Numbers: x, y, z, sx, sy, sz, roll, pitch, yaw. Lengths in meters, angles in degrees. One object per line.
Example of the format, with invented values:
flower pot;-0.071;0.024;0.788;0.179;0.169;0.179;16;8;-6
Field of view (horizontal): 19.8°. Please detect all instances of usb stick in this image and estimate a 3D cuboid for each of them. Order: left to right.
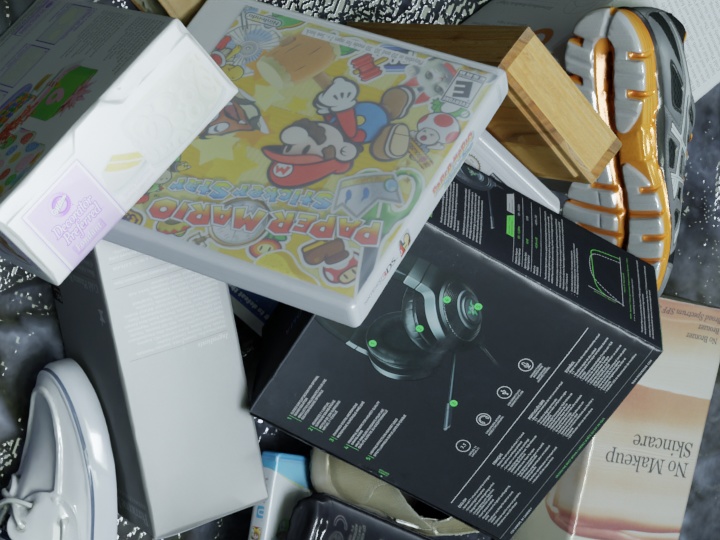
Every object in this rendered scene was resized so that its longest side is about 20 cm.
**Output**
usb stick;0.023;0.193;1.337;0.199;0.032;0.056;30;75;-46

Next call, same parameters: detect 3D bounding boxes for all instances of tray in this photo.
tray;0.063;-0.105;1.267;0.099;0.199;0.037;47;72;-28

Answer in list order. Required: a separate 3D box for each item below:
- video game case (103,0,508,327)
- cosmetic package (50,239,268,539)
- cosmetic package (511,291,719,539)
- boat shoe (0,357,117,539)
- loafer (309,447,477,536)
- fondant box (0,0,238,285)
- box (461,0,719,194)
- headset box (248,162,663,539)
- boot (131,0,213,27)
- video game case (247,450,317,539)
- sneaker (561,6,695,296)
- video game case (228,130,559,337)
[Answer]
video game case;-0.044;-0.069;1.154;0.183;0.199;0.023;-57;152;-29
cosmetic package;-0.126;0.048;1.245;0.090;0.107;0.202;-14;104;-25
cosmetic package;0.175;0.111;1.437;0.103;0.087;0.202;9;95;-31
boat shoe;-0.188;0.155;1.248;0.065;0.073;0.202;-10;103;-32
loafer;0.048;0.140;1.357;0.199;0.068;0.076;14;84;-50
fondant box;-0.172;-0.078;1.141;0.144;0.200;0.058;-48;118;-12
box;0.162;-0.152;1.359;0.200;0.124;0.098;-38;116;-17
headset box;0.049;0.038;1.226;0.199;0.093;0.175;27;121;-12
boot;-0.092;-0.266;1.230;0.200;0.066;0.175;-48;118;-12
video game case;-0.029;0.224;1.340;0.143;0.018;0.202;14;83;-50
sneaker;0.174;-0.068;1.272;0.077;0.078;0.202;-24;122;-46
video game case;0.003;-0.023;1.264;0.143;0.018;0.200;41;116;-14
